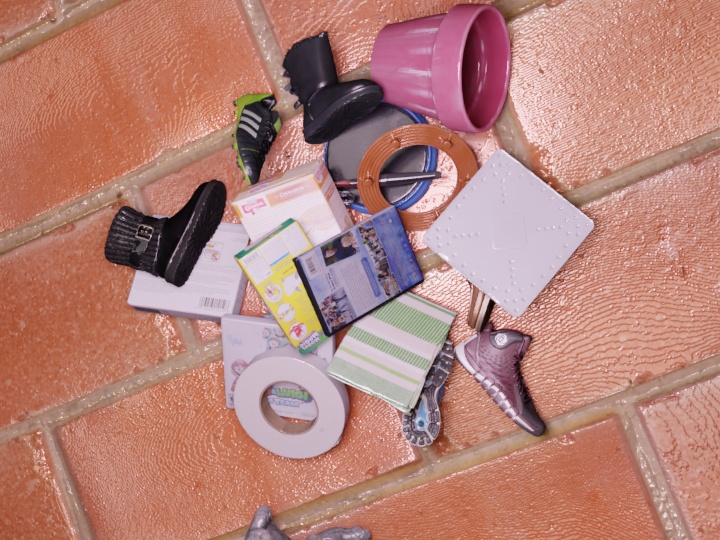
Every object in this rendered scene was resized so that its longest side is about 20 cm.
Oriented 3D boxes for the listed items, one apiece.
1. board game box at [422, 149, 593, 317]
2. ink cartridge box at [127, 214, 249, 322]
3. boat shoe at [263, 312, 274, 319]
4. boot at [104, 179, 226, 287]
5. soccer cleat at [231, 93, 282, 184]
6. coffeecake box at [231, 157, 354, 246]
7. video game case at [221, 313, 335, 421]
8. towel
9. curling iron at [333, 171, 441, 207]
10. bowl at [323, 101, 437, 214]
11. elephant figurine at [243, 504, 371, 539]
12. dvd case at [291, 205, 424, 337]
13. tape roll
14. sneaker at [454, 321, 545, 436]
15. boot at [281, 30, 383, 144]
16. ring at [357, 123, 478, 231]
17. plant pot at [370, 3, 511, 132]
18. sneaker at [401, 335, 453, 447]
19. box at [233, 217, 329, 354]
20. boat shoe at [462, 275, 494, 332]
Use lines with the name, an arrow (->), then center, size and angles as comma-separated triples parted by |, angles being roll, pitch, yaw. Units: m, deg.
board game box -> 0.235, -0.059, 1.629 | 0.200, 0.026, 0.200 | 40, 84, 10
ink cartridge box -> -0.297, -0.003, 1.808 | 0.199, 0.044, 0.174 | 7, 70, 14
boat shoe -> -0.077, 0.073, 1.738 | 0.200, 0.070, 0.072 | -17, 94, 17
boot -> -0.344, -0.087, 1.783 | 0.157, 0.079, 0.212 | 23, 76, 19
soccer cleat -> -0.173, -0.230, 1.722 | 0.081, 0.068, 0.200 | -11, 52, 6
coffeecake box -> -0.096, -0.065, 1.692 | 0.153, 0.073, 0.200 | -17, 114, 20
video game case -> -0.140, 0.169, 1.745 | 0.199, 0.024, 0.183 | 7, 116, 14
towel -> 0.054, 0.120, 1.659 | 0.152, 0.023, 0.200 | 25, 59, 10
curling iron -> 0.036, -0.141, 1.694 | 0.199, 0.026, 0.050 | -12, 109, 9
bowl -> 0.030, -0.194, 1.726 | 0.200, 0.039, 0.201 | 0, 91, 14
elephant figurine -> -0.106, 0.497, 1.731 | 0.199, 0.142, 0.155 | 24, 126, -3
dvd case -> 0.000, 0.000, 1.652 | 0.200, 0.018, 0.143 | -29, 108, -22
tape roll -> -0.117, 0.227, 1.731 | 0.202, 0.037, 0.203 | 6, 115, 12
sneaker -> 0.256, 0.167, 1.659 | 0.116, 0.076, 0.200 | -44, 80, 7
boot -> -0.051, -0.317, 1.679 | 0.198, 0.073, 0.163 | -29, 69, 48
ring -> 0.094, -0.146, 1.661 | 0.200, 0.019, 0.201 | -1, 126, -2
plant pot -> 0.123, -0.328, 1.633 | 0.179, 0.200, 0.201 | 10, 93, 29
sneaker -> 0.102, 0.196, 1.693 | 0.078, 0.090, 0.201 | 13, 73, 1
box -> -0.103, 0.029, 1.647 | 0.117, 0.048, 0.200 | -34, 108, -9
boat shoe -> 0.198, 0.000, 1.673 | 0.068, 0.072, 0.201 | 14, 81, 13
